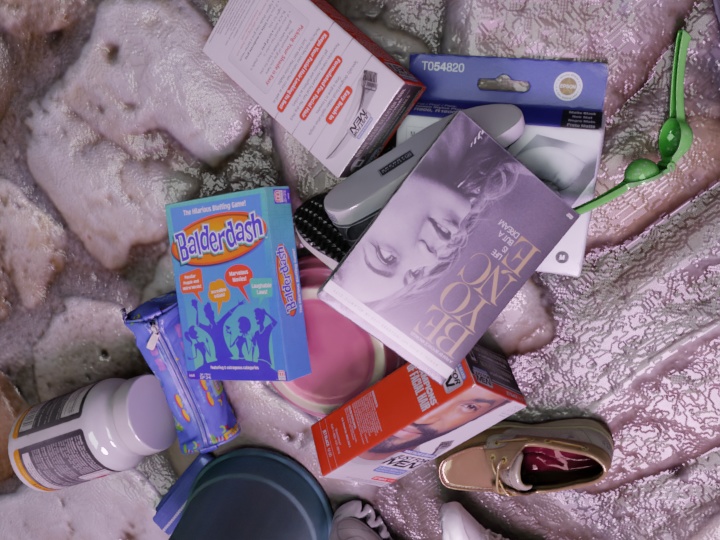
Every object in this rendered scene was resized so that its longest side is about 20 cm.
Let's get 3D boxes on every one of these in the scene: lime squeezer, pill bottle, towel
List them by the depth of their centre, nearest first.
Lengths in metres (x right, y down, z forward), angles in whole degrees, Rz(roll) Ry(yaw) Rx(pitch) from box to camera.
[{"bbox_3d":[0.257,-0.108,0.647,0.070,0.038,0.201,30,99,-30],"label":"lime squeezer"},{"bbox_3d":[-0.333,0.202,0.905,0.198,0.116,0.117,-20,101,22],"label":"pill bottle"},{"bbox_3d":[-0.170,0.345,0.955,0.200,0.024,0.145,39,112,1],"label":"towel"}]

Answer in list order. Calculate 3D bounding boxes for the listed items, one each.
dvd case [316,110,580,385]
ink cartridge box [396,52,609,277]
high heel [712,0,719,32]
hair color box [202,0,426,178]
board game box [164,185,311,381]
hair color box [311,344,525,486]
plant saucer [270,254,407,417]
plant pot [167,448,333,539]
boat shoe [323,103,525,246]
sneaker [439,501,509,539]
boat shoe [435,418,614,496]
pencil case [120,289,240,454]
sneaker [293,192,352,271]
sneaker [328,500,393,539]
[{"bbox_3d":[0.078,-0.015,0.634,0.148,0.016,0.201,36,99,-16],"label":"dvd case"},{"bbox_3d":[0.131,-0.104,0.703,0.198,0.041,0.202,7,109,15],"label":"ink cartridge box"},{"bbox_3d":[0.370,-0.269,0.557,0.198,0.071,0.144,-14,109,30],"label":"high heel"},{"bbox_3d":[-0.048,-0.197,0.699,0.200,0.064,0.111,45,115,14],"label":"hair color box"},{"bbox_3d":[-0.136,0.018,0.784,0.151,0.045,0.202,-6,93,34],"label":"board game box"},{"bbox_3d":[0.059,0.154,0.757,0.200,0.111,0.064,-38,51,23],"label":"hair color box"},{"bbox_3d":[-0.037,0.084,0.811,0.198,0.051,0.203,5,108,16],"label":"plant saucer"},{"bbox_3d":[-0.147,0.342,0.832,0.198,0.196,0.202,2,101,10],"label":"plant pot"},{"bbox_3d":[0.066,-0.083,0.671,0.199,0.072,0.068,-30,127,6],"label":"boat shoe"},{"bbox_3d":[0.166,0.334,0.823,0.099,0.078,0.201,-31,105,17],"label":"sneaker"},{"bbox_3d":[0.171,0.207,0.776,0.198,0.066,0.075,-17,101,21],"label":"boat shoe"},{"bbox_3d":[-0.212,0.124,0.860,0.077,0.087,0.202,-19,102,1],"label":"pencil case"},{"bbox_3d":[0.001,0.000,0.741,0.199,0.070,0.094,39,154,36],"label":"sneaker"},{"bbox_3d":[0.042,0.368,0.862,0.199,0.081,0.075,35,112,3],"label":"sneaker"}]
